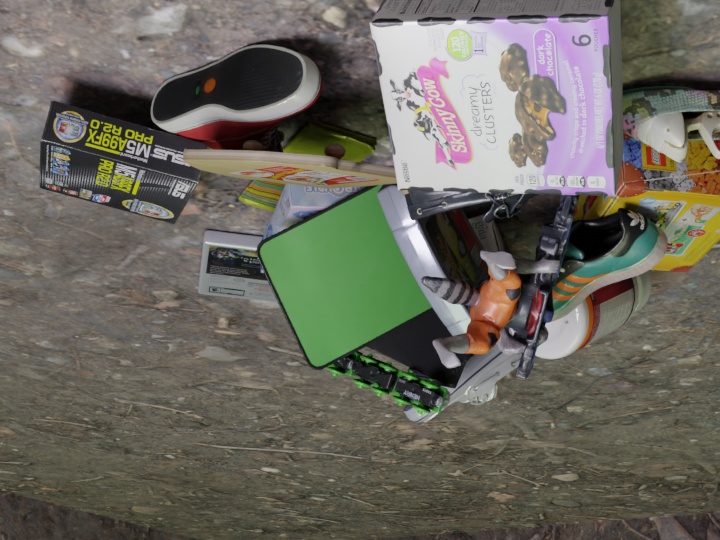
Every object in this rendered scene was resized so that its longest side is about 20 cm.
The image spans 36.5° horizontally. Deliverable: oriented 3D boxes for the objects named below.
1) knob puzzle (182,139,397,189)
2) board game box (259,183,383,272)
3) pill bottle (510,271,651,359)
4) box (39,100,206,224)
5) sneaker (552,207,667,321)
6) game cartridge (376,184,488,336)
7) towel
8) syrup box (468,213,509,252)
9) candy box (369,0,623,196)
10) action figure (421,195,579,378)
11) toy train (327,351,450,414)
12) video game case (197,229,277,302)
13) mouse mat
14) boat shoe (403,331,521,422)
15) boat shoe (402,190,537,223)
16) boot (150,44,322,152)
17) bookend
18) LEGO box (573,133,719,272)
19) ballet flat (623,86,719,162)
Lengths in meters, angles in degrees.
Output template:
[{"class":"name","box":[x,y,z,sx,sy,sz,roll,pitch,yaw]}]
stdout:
[{"class":"knob puzzle","box":[-0.075,-0.108,1.049,0.217,0.031,0.220,5,179,0]},{"class":"board game box","box":[-0.008,-0.050,1.311,0.197,0.044,0.199,1,159,-16]},{"class":"pill bottle","box":[0.272,0.032,1.333,0.109,0.111,0.199,-20,179,42]},{"class":"box","box":[-0.257,-0.109,1.159,0.158,0.045,0.200,16,167,-14]},{"class":"sneaker","box":[0.225,-0.010,1.176,0.199,0.072,0.080,-32,133,31]},{"class":"game cartridge","box":[0.089,-0.021,1.165,0.041,0.133,0.201,-22,108,31]},{"class":"towel","box":[-0.064,-0.110,1.239,0.085,0.018,0.200,13,154,-25]},{"class":"syrup box","box":[0.148,0.004,1.350,0.081,0.080,0.200,-18,162,12]},{"class":"candy box","box":[0.120,-0.153,0.933,0.197,0.072,0.169,3,129,20]},{"class":"action figure","box":[0.144,0.004,1.086,0.104,0.202,0.193,19,-172,22]},{"class":"toy train","box":[0.022,0.123,1.278,0.199,0.042,0.056,20,180,36]},{"class":"video game case","box":[-0.120,0.001,1.496,0.197,0.024,0.182,7,157,-8]},{"class":"mouse mat","box":[0.000,0.000,1.216,0.198,0.162,0.008,-27,-167,-9]},{"class":"boat shoe","box":[0.148,0.136,1.374,0.199,0.067,0.074,-39,-174,-5]},{"class":"boat shoe","box":[0.133,-0.077,1.042,0.197,0.063,0.075,-2,-176,16]},{"class":"boot","box":[-0.090,-0.152,1.083,0.198,0.073,0.144,-5,157,37]},{"class":"bookend","box":[0.022,0.057,1.336,0.198,0.093,0.199,26,173,-10]},{"class":"LEGO box","box":[0.325,-0.075,1.204,0.147,0.078,0.200,5,157,-5]},{"class":"ballet flat","box":[0.333,-0.142,1.058,0.197,0.072,0.069,-1,157,10]}]
